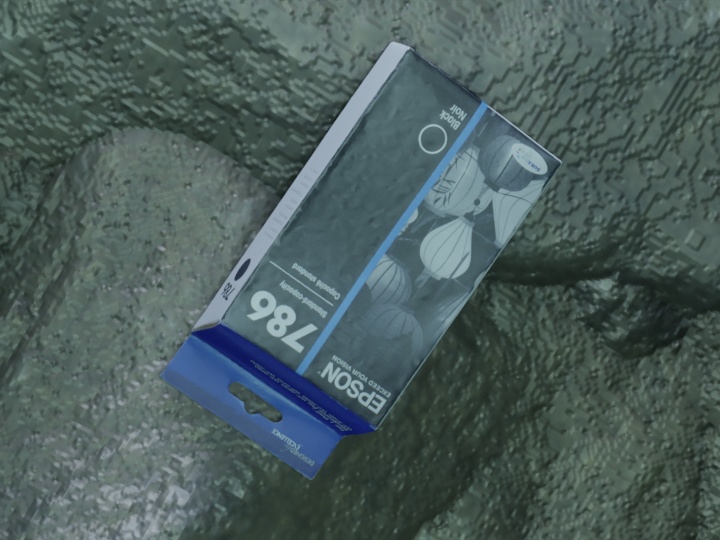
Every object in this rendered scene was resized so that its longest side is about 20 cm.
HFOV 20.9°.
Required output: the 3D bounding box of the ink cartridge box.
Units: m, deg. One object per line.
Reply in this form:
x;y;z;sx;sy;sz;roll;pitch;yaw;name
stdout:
0.000;0.000;0.938;0.099;0.039;0.201;34;92;-18;ink cartridge box
